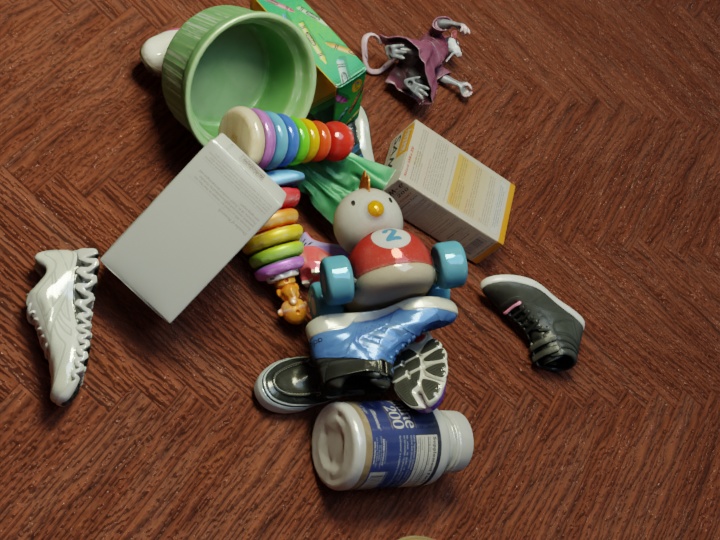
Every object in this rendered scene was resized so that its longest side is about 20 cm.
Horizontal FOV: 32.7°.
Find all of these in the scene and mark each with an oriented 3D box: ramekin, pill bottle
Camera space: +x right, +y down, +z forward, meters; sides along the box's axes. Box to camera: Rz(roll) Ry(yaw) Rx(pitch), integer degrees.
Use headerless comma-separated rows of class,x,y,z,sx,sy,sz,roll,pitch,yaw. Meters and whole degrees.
ramekin,-0.166,-0.254,1.629,0.199,0.201,0.098,-4,25,-37
pill bottle,0.046,0.224,1.588,0.199,0.111,0.112,3,63,-35

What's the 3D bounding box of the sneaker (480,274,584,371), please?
sneaker,0.262,0.083,1.850,0.199,0.071,0.100,30,46,-25

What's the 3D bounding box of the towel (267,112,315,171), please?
towel,-0.168,-0.249,1.759,0.200,0.023,0.153,42,48,-9

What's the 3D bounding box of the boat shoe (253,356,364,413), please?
boat shoe,-0.045,0.134,1.599,0.199,0.071,0.072,-8,70,-39

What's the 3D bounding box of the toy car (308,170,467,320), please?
toy car,0.019,-0.046,1.608,0.183,0.177,0.201,-8,71,-14

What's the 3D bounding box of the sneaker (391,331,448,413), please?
sneaker,0.086,0.130,1.620,0.084,0.080,0.200,60,10,-24

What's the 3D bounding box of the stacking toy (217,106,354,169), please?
stacking toy,-0.088,-0.174,1.619,0.199,0.085,0.086,-7,70,-43

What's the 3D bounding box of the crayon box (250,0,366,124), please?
crayon box,-0.078,-0.308,1.755,0.058,0.119,0.200,-35,72,-21

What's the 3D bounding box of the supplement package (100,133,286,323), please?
supplement package,-0.200,-0.054,1.491,0.117,0.200,0.117,43,7,-8

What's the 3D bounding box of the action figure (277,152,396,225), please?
action figure,-0.065,-0.148,1.718,0.199,0.055,0.118,35,88,-3

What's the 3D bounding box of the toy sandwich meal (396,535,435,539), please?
toy sandwich meal,0.069,0.428,1.525,0.204,0.070,0.206,22,52,-30

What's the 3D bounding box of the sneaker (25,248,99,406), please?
sneaker,-0.351,0.064,1.427,0.081,0.075,0.201,8,58,-17

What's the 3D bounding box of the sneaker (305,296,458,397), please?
sneaker,0.037,0.103,1.553,0.199,0.077,0.112,-8,66,-15

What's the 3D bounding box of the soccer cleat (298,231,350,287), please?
soccer cleat,0.000,0.000,1.716,0.199,0.067,0.077,14,53,-27

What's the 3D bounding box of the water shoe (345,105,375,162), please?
water shoe,-0.018,-0.147,1.794,0.078,0.072,0.201,-7,68,-8

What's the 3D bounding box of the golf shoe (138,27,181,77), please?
golf shoe,-0.210,-0.315,1.688,0.199,0.092,0.073,-14,71,-37

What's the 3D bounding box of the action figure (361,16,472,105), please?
action figure,0.104,-0.340,1.981,0.148,0.135,0.200,11,31,20

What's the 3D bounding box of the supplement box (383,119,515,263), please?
supplement box,0.130,-0.118,1.867,0.199,0.073,0.127,32,51,-18

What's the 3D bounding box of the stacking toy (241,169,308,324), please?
stacking toy,-0.112,-0.024,1.632,0.115,0.110,0.201,-17,87,-25
